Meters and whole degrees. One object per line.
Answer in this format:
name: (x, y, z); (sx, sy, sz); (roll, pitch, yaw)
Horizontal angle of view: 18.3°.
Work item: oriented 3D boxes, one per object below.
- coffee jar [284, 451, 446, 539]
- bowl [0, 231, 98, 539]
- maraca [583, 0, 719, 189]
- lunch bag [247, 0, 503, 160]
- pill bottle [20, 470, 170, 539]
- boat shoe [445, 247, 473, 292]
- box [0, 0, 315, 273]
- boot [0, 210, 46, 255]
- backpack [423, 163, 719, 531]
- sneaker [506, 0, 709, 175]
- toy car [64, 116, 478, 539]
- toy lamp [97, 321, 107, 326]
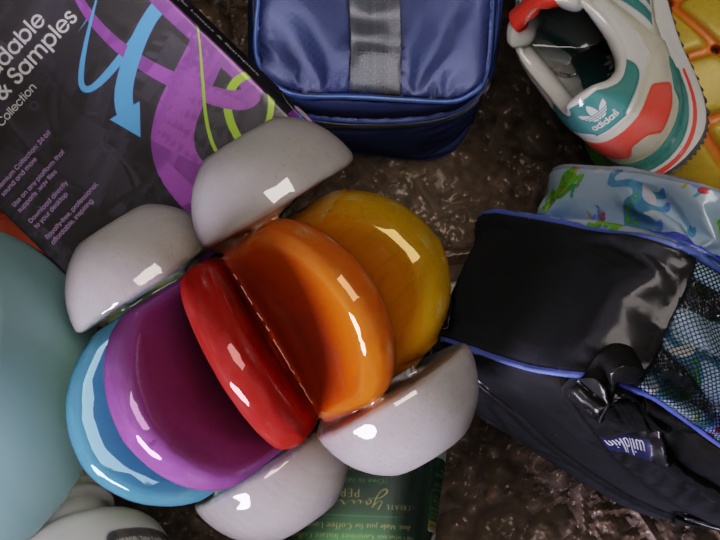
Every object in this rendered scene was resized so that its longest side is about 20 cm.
coffee jar: (-0.007, 0.151, 1.165); (0.104, 0.085, 0.201); (3, 78, 0)
bowl: (-0.232, 0.045, 1.086); (0.200, 0.105, 0.201); (-3, 65, 7)
maraca: (0.192, -0.124, 1.227); (0.137, 0.107, 0.201); (18, 77, 0)
lunch bag: (0.009, -0.168, 1.206); (0.135, 0.132, 0.201); (2, 79, -5)
pill bottle: (-0.127, 0.189, 1.115); (0.111, 0.111, 0.200); (-28, 62, -10)
boat shoe: (0.000, -0.001, 1.200); (0.202, 0.075, 0.075); (-11, 82, -7)
box: (-0.130, -0.078, 1.139); (0.200, 0.036, 0.143); (44, 102, 0)
boot: (-0.166, -0.104, 1.213); (0.107, 0.075, 0.201); (20, 85, -6)
backpack: (0.159, 0.042, 1.122); (0.200, 0.183, 0.147); (37, 76, -29)
sneaker: (0.111, -0.139, 1.156); (0.070, 0.093, 0.200); (-36, 50, 24)
toy car: (-0.057, 0.042, 1.043); (0.200, 0.150, 0.175); (-31, 94, 30)
toy lamp: (-0.199, 0.034, 1.186); (0.199, 0.058, 0.058); (-15, 81, -10)
